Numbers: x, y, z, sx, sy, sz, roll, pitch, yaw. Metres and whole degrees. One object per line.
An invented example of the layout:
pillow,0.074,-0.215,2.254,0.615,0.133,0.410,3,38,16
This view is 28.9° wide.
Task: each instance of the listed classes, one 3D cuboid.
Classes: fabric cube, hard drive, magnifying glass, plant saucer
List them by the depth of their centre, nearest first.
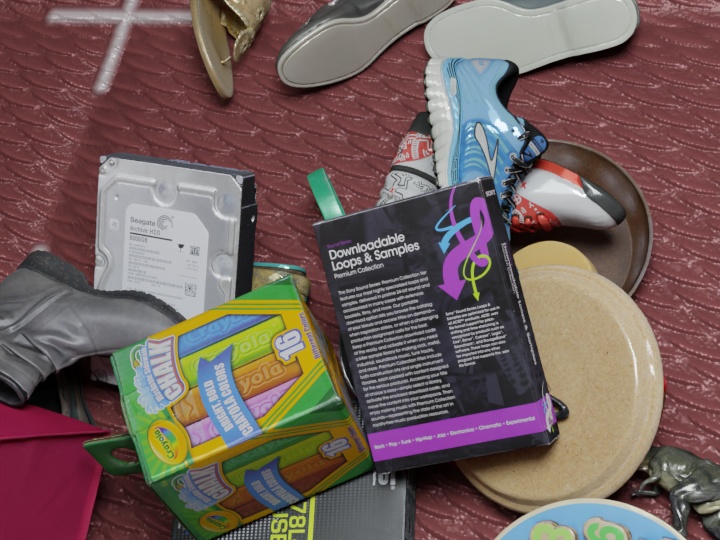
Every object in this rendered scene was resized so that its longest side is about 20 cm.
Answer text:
fabric cube,-0.345,0.194,1.076,0.199,0.196,0.201,14,91,22
plant saucer,0.147,-0.019,1.183,0.200,0.035,0.201,-6,60,11
hard drive,-0.160,0.007,1.186,0.139,0.038,0.201,10,103,20
magnifying glass,0.000,0.000,1.197,0.022,0.080,0.200,-23,68,2

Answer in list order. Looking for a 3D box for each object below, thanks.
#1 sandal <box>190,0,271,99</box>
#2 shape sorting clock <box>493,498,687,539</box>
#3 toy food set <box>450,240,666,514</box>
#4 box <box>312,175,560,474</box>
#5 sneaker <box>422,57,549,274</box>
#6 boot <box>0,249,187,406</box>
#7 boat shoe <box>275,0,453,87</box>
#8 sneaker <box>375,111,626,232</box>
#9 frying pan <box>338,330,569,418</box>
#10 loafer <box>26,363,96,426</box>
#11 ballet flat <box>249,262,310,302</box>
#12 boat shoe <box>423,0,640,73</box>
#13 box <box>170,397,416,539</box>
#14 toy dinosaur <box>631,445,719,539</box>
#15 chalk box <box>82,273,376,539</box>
sandal,-0.124,-0.267,1.373,0.069,0.078,0.212,-20,53,11
shape sorting clock,0.163,0.263,0.992,0.199,0.039,0.201,-4,78,18
toy food set,0.142,0.091,1.077,0.200,0.049,0.198,44,106,32
box,0.056,0.042,1.044,0.143,0.036,0.201,-13,93,26
sneaker,0.104,-0.083,1.091,0.090,0.078,0.201,-10,72,9
boot,-0.235,0.068,1.129,0.199,0.070,0.132,19,43,23
boat shoe,0.001,-0.240,1.336,0.200,0.067,0.057,-31,42,-8
sneaker,0.110,-0.046,1.155,0.201,0.067,0.108,26,82,20
frying pan,0.071,0.057,1.083,0.189,0.031,0.115,-3,85,23
loafer,-0.282,0.099,1.220,0.072,0.063,0.200,-33,58,-4
ballet flat,-0.141,0.018,1.229,0.199,0.071,0.071,8,64,20
boat shoe,0.159,-0.224,1.291,0.199,0.073,0.062,-6,17,21
box,-0.053,0.202,1.107,0.192,0.048,0.201,-4,61,15
toy dinosaur,0.258,0.176,1.036,0.199,0.048,0.088,15,60,19
chalk box,-0.109,0.117,1.072,0.200,0.125,0.124,-25,56,1
